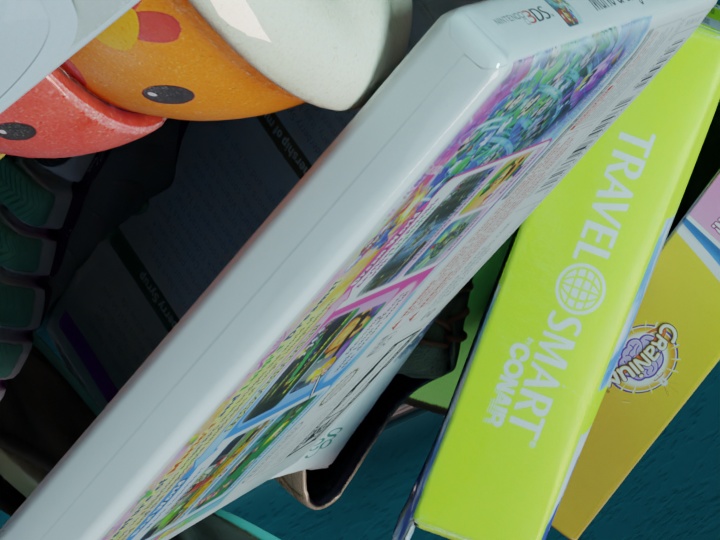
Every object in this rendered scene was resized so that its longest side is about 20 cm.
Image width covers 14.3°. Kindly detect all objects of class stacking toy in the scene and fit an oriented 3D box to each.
[{"bbox_3d":[-0.100,-0.066,0.692,0.200,0.147,0.146,-29,157,21],"label":"stacking toy"}]

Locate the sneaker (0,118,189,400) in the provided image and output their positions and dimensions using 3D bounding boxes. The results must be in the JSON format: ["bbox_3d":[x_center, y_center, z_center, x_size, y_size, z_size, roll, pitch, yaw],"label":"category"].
[{"bbox_3d":[-0.094,-0.007,0.824,0.087,0.074,0.200,-7,140,-53],"label":"sneaker"}]

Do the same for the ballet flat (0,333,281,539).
[{"bbox_3d":[-0.071,0.089,0.858,0.068,0.200,0.068,-43,157,-26],"label":"ballet flat"}]

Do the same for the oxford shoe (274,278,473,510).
[{"bbox_3d":[0.022,-0.005,0.959,0.071,0.074,0.200,-1,135,-43],"label":"oxford shoe"}]

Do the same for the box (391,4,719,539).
[{"bbox_3d":[0.066,0.006,0.934,0.122,0.048,0.201,-52,163,-78],"label":"box"}]

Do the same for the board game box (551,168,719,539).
[{"bbox_3d":[0.138,-0.010,1.052,0.200,0.040,0.153,-56,173,34],"label":"board game box"}]

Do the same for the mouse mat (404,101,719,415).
[{"bbox_3d":[0.073,-0.021,1.074,0.200,0.008,0.161,-43,153,14],"label":"mouse mat"}]

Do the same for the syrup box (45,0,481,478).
[{"bbox_3d":[-0.012,-0.024,0.882,0.079,0.082,0.200,-8,143,-44],"label":"syrup box"}]

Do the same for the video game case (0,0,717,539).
[{"bbox_3d":[0.000,0.000,0.757,0.200,0.024,0.182,-48,170,23],"label":"video game case"}]

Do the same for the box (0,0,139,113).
[{"bbox_3d":[-0.157,-0.085,0.479,0.176,0.200,0.097,-40,154,3],"label":"box"}]
